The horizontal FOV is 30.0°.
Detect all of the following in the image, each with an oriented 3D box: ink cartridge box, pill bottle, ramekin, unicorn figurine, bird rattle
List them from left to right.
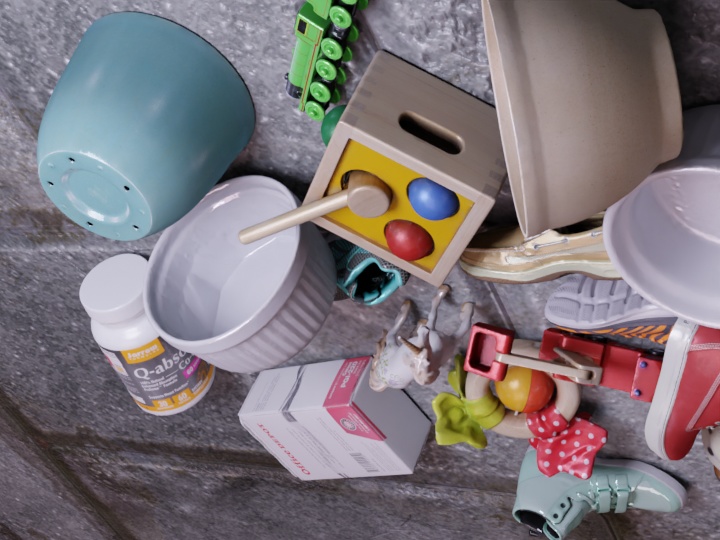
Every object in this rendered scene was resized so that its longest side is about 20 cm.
[{"bbox_3d":[-0.267,0.081,1.682,0.116,0.117,0.200,6,141,27],"label":"pill bottle"},{"bbox_3d":[-0.119,0.012,1.404,0.199,0.201,0.105,-2,149,35],"label":"ramekin"},{"bbox_3d":[-0.033,0.191,1.701,0.199,0.085,0.146,-12,130,40],"label":"ink cartridge box"},{"bbox_3d":[0.064,0.081,1.446,0.074,0.138,0.200,29,145,-3],"label":"unicorn figurine"},{"bbox_3d":[0.183,0.152,1.503,0.199,0.113,0.164,17,128,8],"label":"bird rattle"},{"bbox_3d":[0.317,-0.048,1.151,0.200,0.098,0.201,17,144,13],"label":"ramekin"}]

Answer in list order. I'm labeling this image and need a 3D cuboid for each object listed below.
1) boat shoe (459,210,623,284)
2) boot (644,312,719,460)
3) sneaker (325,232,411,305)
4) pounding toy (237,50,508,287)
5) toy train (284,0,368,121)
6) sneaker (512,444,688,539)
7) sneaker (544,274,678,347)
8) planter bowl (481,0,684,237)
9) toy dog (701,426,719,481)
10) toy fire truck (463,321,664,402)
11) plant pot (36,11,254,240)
[{"bbox_3d":[0.185,-0.036,1.291,0.199,0.072,0.076,-4,123,25],"label":"boat shoe"},{"bbox_3d":[0.350,0.134,1.259,0.144,0.072,0.201,26,143,22],"label":"boot"},{"bbox_3d":[0.000,0.000,1.424,0.077,0.091,0.200,38,144,-15],"label":"sneaker"},{"bbox_3d":[0.017,-0.081,1.263,0.199,0.143,0.184,27,145,-1],"label":"pounding toy"},{"bbox_3d":[-0.034,-0.211,1.219,0.056,0.042,0.200,33,146,8],"label":"toy train"},{"bbox_3d":[0.279,0.282,1.586,0.199,0.119,0.074,10,141,20],"label":"sneaker"},{"bbox_3d":[0.286,0.059,1.327,0.199,0.078,0.112,-3,135,35],"label":"sneaker"},{"bbox_3d":[0.178,-0.135,1.068,0.134,0.201,0.201,-9,138,4],"label":"planter bowl"},{"bbox_3d":[0.439,0.162,1.334,0.199,0.140,0.194,2,-177,31],"label":"toy dog"},{"bbox_3d":[0.219,0.095,1.368,0.199,0.049,0.141,14,-172,20],"label":"toy fire truck"},{"bbox_3d":[-0.228,-0.129,1.344,0.200,0.161,0.201,17,144,13],"label":"plant pot"}]
